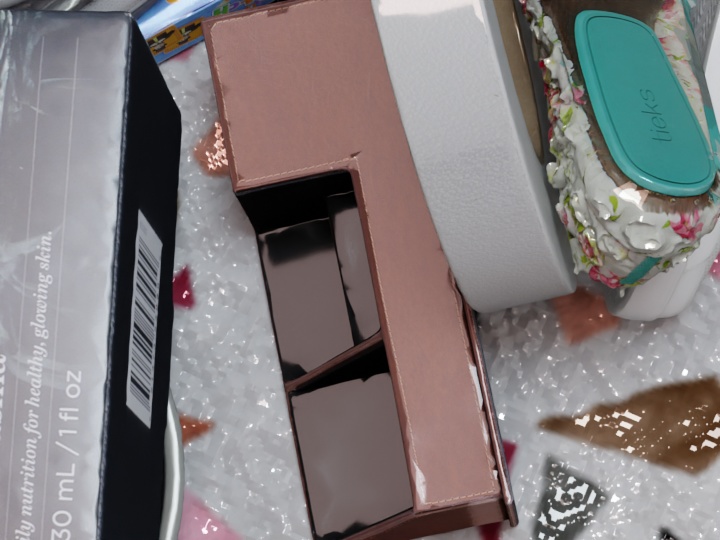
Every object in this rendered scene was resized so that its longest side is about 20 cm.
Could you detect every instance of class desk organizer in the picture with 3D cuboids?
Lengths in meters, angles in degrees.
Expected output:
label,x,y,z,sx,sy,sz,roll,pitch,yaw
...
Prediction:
label,x,y,z,sx,sy,sz,roll,pitch,yaw
desk organizer,0.000,0.000,0.924,0.077,0.072,0.200,-12,77,3

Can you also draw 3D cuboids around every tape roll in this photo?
label,x,y,z,sx,sy,sz,roll,pitch,yaw
tape roll,0.035,-0.085,0.873,0.037,0.203,0.203,-13,77,9

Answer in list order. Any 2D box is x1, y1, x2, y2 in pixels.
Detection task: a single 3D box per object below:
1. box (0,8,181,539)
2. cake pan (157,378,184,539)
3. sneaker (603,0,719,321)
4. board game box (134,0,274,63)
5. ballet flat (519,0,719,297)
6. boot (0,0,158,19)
label,x,y,z,sx,sy,sz,roll,pitch,yaw
box,-0.170,0.020,0.864,0.196,0.124,0.200,1,77,5
cake pan,-0.162,0.080,0.930,0.200,0.037,0.201,-1,77,2
sneaker,0.169,-0.063,0.927,0.115,0.074,0.200,18,98,-14
board game box,-0.069,-0.172,0.983,0.200,0.037,0.151,-28,78,-4
ballet flat,0.084,-0.075,0.885,0.076,0.064,0.200,10,48,-11
boot,-0.072,-0.149,0.910,0.074,0.096,0.200,44,83,10
